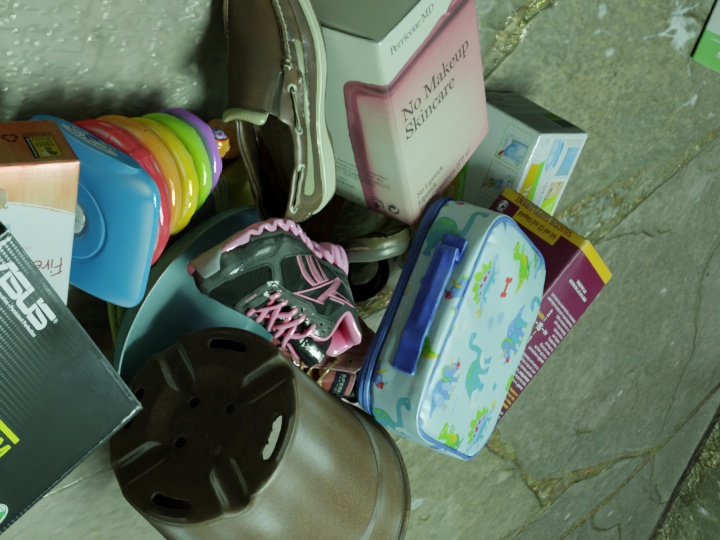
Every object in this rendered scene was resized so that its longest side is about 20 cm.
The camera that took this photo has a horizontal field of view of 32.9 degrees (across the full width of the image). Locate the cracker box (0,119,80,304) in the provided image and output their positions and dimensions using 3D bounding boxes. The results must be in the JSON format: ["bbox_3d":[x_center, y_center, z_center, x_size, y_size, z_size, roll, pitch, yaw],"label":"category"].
[{"bbox_3d":[-0.254,0.010,0.762,0.132,0.058,0.202,-8,128,-31],"label":"cracker box"}]

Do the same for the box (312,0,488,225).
[{"bbox_3d":[0.022,-0.159,0.980,0.128,0.108,0.201,-51,149,-26],"label":"box"}]

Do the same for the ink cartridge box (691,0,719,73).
[{"bbox_3d":[0.542,-0.358,1.629,0.145,0.084,0.202,-11,127,-52],"label":"ink cartridge box"}]

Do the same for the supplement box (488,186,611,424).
[{"bbox_3d":[0.130,0.039,1.165,0.201,0.110,0.086,-51,143,-2],"label":"supplement box"}]

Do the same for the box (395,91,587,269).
[{"bbox_3d":[0.134,-0.072,1.268,0.112,0.101,0.202,-10,126,-53],"label":"box"}]

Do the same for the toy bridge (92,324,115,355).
[{"bbox_3d":[-0.171,0.007,0.955,0.201,0.027,0.067,-54,154,-7],"label":"toy bridge"}]

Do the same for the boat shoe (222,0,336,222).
[{"bbox_3d":[-0.065,-0.127,0.881,0.075,0.074,0.205,-41,124,-49],"label":"boat shoe"}]

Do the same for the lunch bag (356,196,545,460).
[{"bbox_3d":[0.079,0.049,1.033,0.160,0.081,0.203,34,76,-59],"label":"lunch bag"}]

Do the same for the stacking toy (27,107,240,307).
[{"bbox_3d":[-0.140,-0.072,0.868,0.200,0.115,0.111,-36,149,-52],"label":"stacking toy"}]

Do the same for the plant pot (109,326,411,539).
[{"bbox_3d":[-0.081,0.152,0.937,0.201,0.199,0.199,-50,146,-12],"label":"plant pot"}]

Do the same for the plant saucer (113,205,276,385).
[{"bbox_3d":[-0.123,0.033,0.958,0.200,0.027,0.202,-43,152,-29],"label":"plant saucer"}]

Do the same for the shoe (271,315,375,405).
[{"bbox_3d":[-0.049,0.089,1.157,0.199,0.091,0.072,-19,134,-48],"label":"shoe"}]

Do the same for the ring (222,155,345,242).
[{"bbox_3d":[-0.066,-0.061,1.057,0.200,0.019,0.202,-38,147,-30],"label":"ring"}]

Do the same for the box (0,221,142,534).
[{"bbox_3d":[-0.249,0.086,0.732,0.192,0.047,0.201,-39,143,-14],"label":"box"}]

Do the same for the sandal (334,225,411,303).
[{"bbox_3d":[0.000,0.000,1.075,0.081,0.055,0.200,-17,179,-20],"label":"sandal"}]

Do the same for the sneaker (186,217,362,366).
[{"bbox_3d":[-0.053,0.023,0.913,0.078,0.097,0.199,-26,163,22],"label":"sneaker"}]

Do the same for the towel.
[{"bbox_3d":[-0.120,-0.010,0.970,0.200,0.023,0.145,-41,151,-33],"label":"towel"}]
